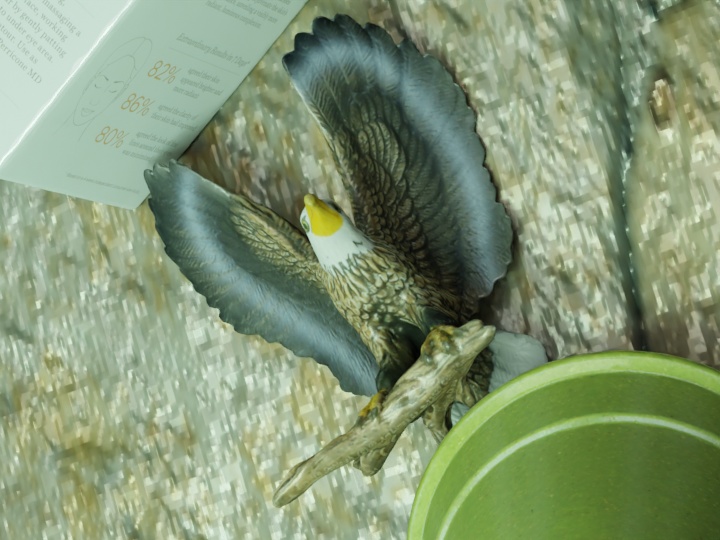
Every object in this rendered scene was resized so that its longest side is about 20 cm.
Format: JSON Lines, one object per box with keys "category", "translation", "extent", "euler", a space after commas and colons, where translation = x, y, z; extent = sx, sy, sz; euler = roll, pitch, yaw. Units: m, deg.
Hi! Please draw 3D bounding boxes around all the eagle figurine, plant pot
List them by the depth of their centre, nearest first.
{"category": "plant pot", "translation": [0.107, 0.156, 1.050], "extent": [0.200, 0.190, 0.200], "euler": [2, 106, 8]}
{"category": "eagle figurine", "translation": [-0.001, -0.005, 1.188], "extent": [0.152, 0.151, 0.200], "euler": [-10, 43, -19]}

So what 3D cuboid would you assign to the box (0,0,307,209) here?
{"category": "box", "translation": [-0.113, -0.143, 1.210], "extent": [0.106, 0.152, 0.200], "euler": [44, 100, 19]}
